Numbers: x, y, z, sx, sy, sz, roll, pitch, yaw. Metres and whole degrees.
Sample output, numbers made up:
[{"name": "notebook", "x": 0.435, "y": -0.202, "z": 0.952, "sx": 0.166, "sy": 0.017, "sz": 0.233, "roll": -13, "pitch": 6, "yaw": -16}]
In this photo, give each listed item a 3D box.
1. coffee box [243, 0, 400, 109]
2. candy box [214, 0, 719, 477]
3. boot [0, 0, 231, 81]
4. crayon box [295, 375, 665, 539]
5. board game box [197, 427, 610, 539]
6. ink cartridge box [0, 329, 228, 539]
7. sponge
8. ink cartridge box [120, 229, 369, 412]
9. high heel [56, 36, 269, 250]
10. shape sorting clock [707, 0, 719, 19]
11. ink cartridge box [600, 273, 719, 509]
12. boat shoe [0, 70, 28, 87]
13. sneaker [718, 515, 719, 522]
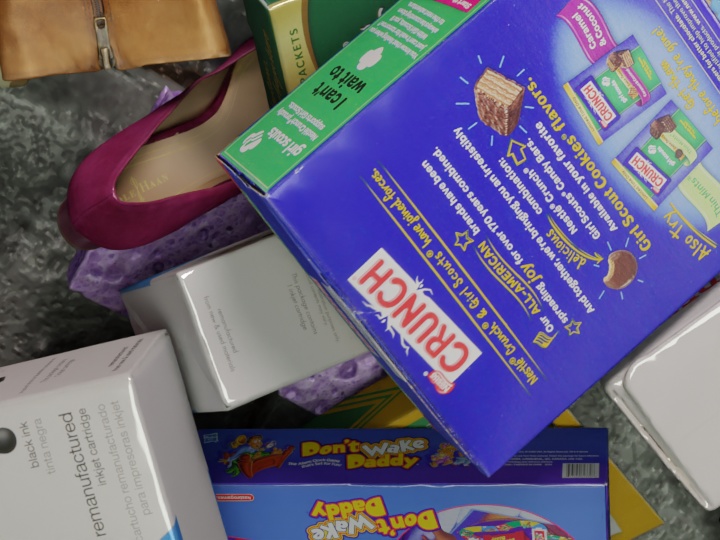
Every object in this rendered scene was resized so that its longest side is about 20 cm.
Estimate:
[{"name": "coffee box", "x": 0.050, "y": -0.114, "z": 1.141, "sx": 0.199, "sy": 0.044, "sz": 0.123, "roll": -20, "pitch": 133, "yaw": -12}, {"name": "candy box", "x": 0.069, "y": -0.043, "z": 1.083, "sx": 0.200, "sy": 0.077, "sz": 0.169, "roll": -41, "pitch": 113, "yaw": -6}, {"name": "boot", "x": -0.086, "y": -0.187, "z": 1.094, "sx": 0.188, "sy": 0.068, "sz": 0.201, "roll": -11, "pitch": 103, "yaw": 4}, {"name": "crayon box", "x": 0.036, "y": 0.115, "z": 1.266, "sx": 0.200, "sy": 0.052, "sz": 0.126, "roll": -30, "pitch": 115, "yaw": 24}, {"name": "board game box", "x": 0.022, "y": 0.143, "z": 1.228, "sx": 0.199, "sy": 0.045, "sz": 0.135, "roll": 0, "pitch": 123, "yaw": 7}, {"name": "ink cartridge box", "x": -0.167, "y": 0.124, "z": 1.130, "sx": 0.199, "sy": 0.084, "sz": 0.147, "roll": -14, "pitch": 101, "yaw": 11}, {"name": "sponge", "x": -0.036, "y": 0.003, "z": 1.266, "sx": 0.200, "sy": 0.030, "sz": 0.112, "roll": 28, "pitch": 103, "yaw": -14}, {"name": "ink cartridge box", "x": 0.000, "y": 0.000, "z": 1.180, "sx": 0.199, "sy": 0.116, "sz": 0.067, "roll": -22, "pitch": 93, "yaw": -19}, {"name": "high heel", "x": -0.050, "y": -0.070, "z": 1.178, "sx": 0.200, "sy": 0.096, "sz": 0.068, "roll": -39, "pitch": 96, "yaw": -19}, {"name": "shape sorting clock", "x": 0.087, "y": -0.150, "z": 1.208, "sx": 0.199, "sy": 0.039, "sz": 0.201, "roll": -4, "pitch": 105, "yaw": -13}, {"name": "ink cartridge box", "x": 0.178, "y": 0.008, "z": 1.191, "sx": 0.146, "sy": 0.200, "sz": 0.084, "roll": -37, "pitch": 108, "yaw": 7}, {"name": "boat shoe", "x": -0.199, "y": -0.177, "z": 1.167, "sx": 0.066, "sy": 0.074, "sz": 0.201, "roll": -10, "pitch": 109, "yaw": -7}, {"name": "sneaker", "x": 0.215, "y": 0.124, "z": 1.260, "sx": 0.080, "sy": 0.200, "sz": 0.071, "roll": -41, "pitch": 64, "yaw": 12}]
